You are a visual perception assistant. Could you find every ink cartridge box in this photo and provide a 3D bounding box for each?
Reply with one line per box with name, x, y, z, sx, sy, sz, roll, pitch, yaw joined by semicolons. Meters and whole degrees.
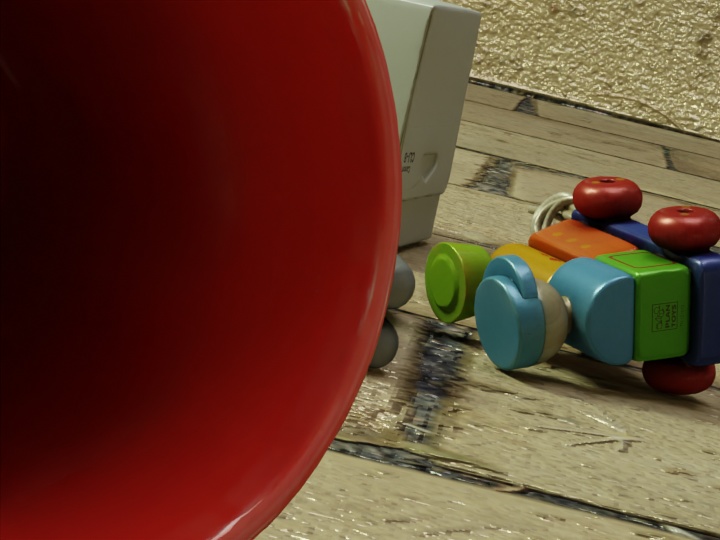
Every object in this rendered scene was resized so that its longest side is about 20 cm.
ink cartridge box;-0.048;-0.105;1.411;0.199;0.145;0.145;16;8;12

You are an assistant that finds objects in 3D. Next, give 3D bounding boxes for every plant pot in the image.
plant pot;-0.116;-0.022;0.637;0.200;0.202;0.177;7;0;-37

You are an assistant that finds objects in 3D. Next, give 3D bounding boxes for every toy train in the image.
toy train;0.080;0.001;1.162;0.115;0.085;0.200;-6;16;-24

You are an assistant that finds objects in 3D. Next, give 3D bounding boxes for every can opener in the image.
can opener;0.000;0.000;1.095;0.066;0.053;0.200;13;8;-8
